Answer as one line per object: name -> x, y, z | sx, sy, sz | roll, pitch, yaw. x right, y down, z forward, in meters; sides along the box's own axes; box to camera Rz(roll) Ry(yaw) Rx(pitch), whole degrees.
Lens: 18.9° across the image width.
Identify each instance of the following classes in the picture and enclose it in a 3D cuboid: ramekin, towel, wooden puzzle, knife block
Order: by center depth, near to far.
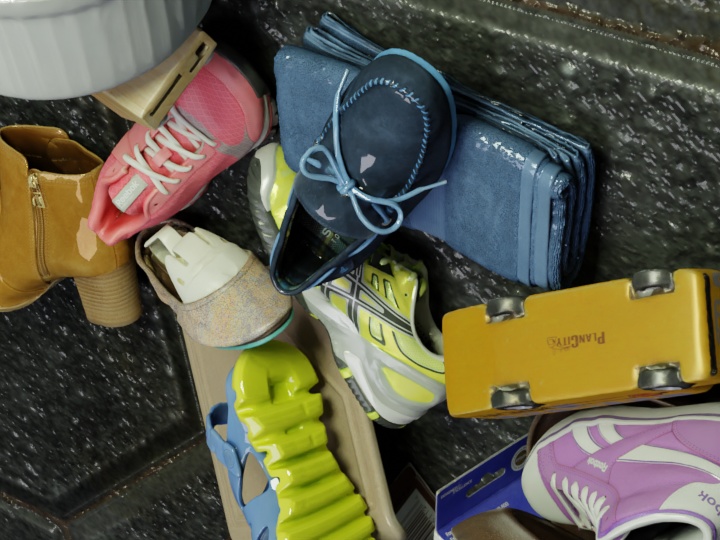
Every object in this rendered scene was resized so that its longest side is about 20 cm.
ramekin -> -0.173, -0.191, 1.223 | 0.200, 0.201, 0.098 | 26, 149, 23
towel -> 0.043, -0.067, 1.260 | 0.199, 0.049, 0.112 | 26, 141, 22
knife block -> -0.187, -0.165, 1.307 | 0.175, 0.064, 0.200 | 36, 178, -17
wooden puzzle -> -0.049, 0.096, 1.493 | 0.185, 0.037, 0.201 | -14, 93, 51

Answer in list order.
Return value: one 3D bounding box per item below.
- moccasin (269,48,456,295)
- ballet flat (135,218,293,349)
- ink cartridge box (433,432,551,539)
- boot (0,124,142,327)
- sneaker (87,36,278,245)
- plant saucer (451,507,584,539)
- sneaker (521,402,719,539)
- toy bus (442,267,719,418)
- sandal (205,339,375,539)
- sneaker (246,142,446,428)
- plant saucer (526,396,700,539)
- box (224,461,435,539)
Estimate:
moccasin -> 0.000, -0.043, 1.225 | 0.080, 0.068, 0.200 | 36, 145, 10
ballet flat -> -0.106, 0.003, 1.417 | 0.067, 0.068, 0.200 | 55, 165, -21
ink cartridge box -> 0.089, 0.208, 1.431 | 0.037, 0.094, 0.201 | 29, 134, 38
boot -> -0.244, -0.041, 1.567 | 0.200, 0.071, 0.145 | 11, 128, 33
sneaker -> -0.118, -0.071, 1.382 | 0.074, 0.087, 0.200 | 42, 145, 0
plant saucer -> 0.147, 0.195, 1.302 | 0.199, 0.032, 0.200 | 29, -178, -1
sneaker -> 0.143, 0.136, 1.254 | 0.073, 0.114, 0.200 | 50, 146, -13
toy bus -> 0.133, 0.045, 1.240 | 0.199, 0.078, 0.066 | -12, 77, 44
sandal -> -0.050, 0.150, 1.433 | 0.087, 0.079, 0.201 | -26, 75, 53
sneaker -> 0.000, 0.000, 1.371 | 0.076, 0.075, 0.201 | -29, 104, 21
plant saucer -> 0.196, 0.141, 1.335 | 0.200, 0.037, 0.201 | 27, 141, 24
box -> -0.011, 0.213, 1.585 | 0.200, 0.075, 0.100 | -21, 112, 50
